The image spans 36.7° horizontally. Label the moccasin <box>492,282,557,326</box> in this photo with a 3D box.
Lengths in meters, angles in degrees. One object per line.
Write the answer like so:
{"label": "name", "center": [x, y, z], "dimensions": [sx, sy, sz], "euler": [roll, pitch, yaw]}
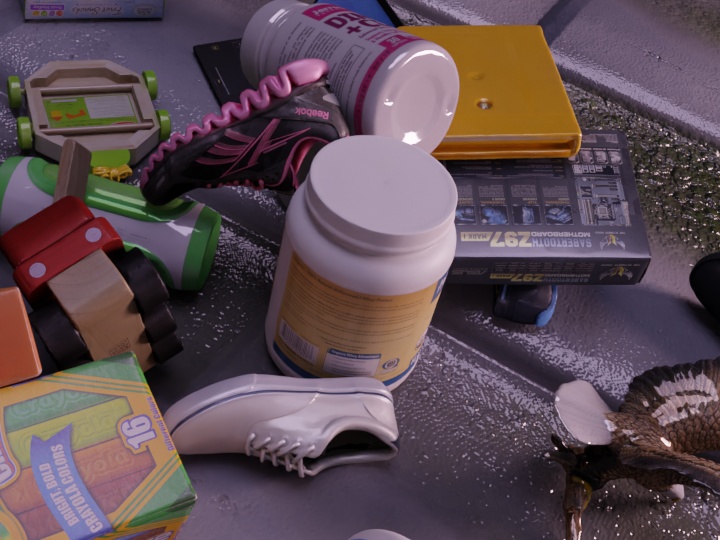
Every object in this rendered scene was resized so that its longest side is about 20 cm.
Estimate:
{"label": "moccasin", "center": [0.150, -0.034, 1.100], "dimensions": [0.068, 0.081, 0.200], "euler": [2, 44, -8]}

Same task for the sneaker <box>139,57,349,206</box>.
{"label": "sneaker", "center": [-0.097, -0.097, 0.932], "dimensions": [0.096, 0.200, 0.079], "euler": [60, 13, -3]}

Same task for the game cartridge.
{"label": "game cartridge", "center": [0.116, -0.184, 1.099], "dimensions": [0.175, 0.033, 0.200], "euler": [-1, 43, -5]}

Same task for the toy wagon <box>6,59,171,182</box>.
{"label": "toy wagon", "center": [-0.278, -0.151, 1.127], "dimensions": [0.155, 0.040, 0.200], "euler": [-7, 48, -22]}

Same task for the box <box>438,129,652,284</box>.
{"label": "box", "center": [0.169, -0.064, 1.054], "dimensions": [0.199, 0.051, 0.158], "euler": [-1, 56, -3]}

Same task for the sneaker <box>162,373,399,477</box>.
{"label": "sneaker", "center": [-0.059, 0.129, 0.877], "dimensions": [0.199, 0.073, 0.071], "euler": [-4, 43, -20]}

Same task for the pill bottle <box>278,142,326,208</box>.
{"label": "pill bottle", "center": [0.011, -0.129, 1.131], "dimensions": [0.112, 0.113, 0.200], "euler": [39, 48, 23]}

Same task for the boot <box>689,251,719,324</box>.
{"label": "boot", "center": [0.387, 0.081, 1.050], "dimensions": [0.200, 0.077, 0.168], "euler": [38, 44, 14]}

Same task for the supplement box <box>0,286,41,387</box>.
{"label": "supplement box", "center": [-0.285, 0.050, 0.809], "dimensions": [0.066, 0.200, 0.069], "euler": [-15, 92, -22]}

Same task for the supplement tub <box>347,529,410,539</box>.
{"label": "supplement tub", "center": [-0.028, 0.271, 0.699], "dimensions": [0.200, 0.132, 0.132], "euler": [-28, 58, -36]}

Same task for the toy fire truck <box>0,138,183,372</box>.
{"label": "toy fire truck", "center": [-0.228, -0.016, 0.870], "dimensions": [0.128, 0.176, 0.200], "euler": [-35, 72, -16]}

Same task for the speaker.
{"label": "speaker", "center": [-0.233, -0.043, 0.995], "dimensions": [0.199, 0.089, 0.089], "euler": [15, 43, 0]}

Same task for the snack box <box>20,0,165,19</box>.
{"label": "snack box", "center": [-0.340, -0.389, 1.331], "dimensions": [0.168, 0.068, 0.200], "euler": [-5, 46, -21]}

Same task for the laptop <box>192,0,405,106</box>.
{"label": "laptop", "center": [-0.071, -0.256, 1.231], "dimensions": [0.199, 0.104, 0.178], "euler": [-14, 50, -19]}

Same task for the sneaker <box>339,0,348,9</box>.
{"label": "sneaker", "center": [0.042, -0.249, 1.272], "dimensions": [0.199, 0.088, 0.074], "euler": [28, 28, 13]}

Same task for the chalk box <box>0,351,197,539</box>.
{"label": "chalk box", "center": [-0.235, 0.158, 0.744], "dimensions": [0.199, 0.124, 0.125], "euler": [-17, 66, -31]}

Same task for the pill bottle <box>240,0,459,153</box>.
{"label": "pill bottle", "center": [-0.016, -0.181, 1.005], "dimensions": [0.113, 0.114, 0.200], "euler": [-26, 40, -35]}

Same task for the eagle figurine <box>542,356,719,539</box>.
{"label": "eagle figurine", "center": [0.262, 0.153, 0.893], "dimensions": [0.151, 0.199, 0.152], "euler": [12, 65, -64]}

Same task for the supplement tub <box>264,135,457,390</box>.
{"label": "supplement tub", "center": [0.000, 0.000, 0.933], "dimensions": [0.144, 0.200, 0.145], "euler": [8, 44, -8]}
